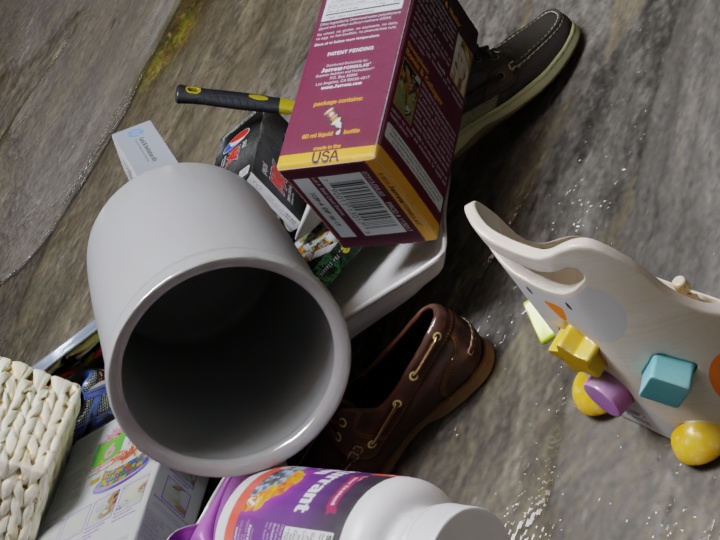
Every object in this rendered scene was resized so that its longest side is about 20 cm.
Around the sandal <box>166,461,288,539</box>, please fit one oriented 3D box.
[{"bbox_3d":[-0.117,0.208,1.098,0.082,0.050,0.203,-11,43,38],"label":"sandal"}]

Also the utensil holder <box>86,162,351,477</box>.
[{"bbox_3d":[-0.113,0.029,1.117,0.170,0.170,0.200,-47,28,6],"label":"utensil holder"}]

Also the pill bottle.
[{"bbox_3d":[0.003,0.191,1.013,0.199,0.111,0.112,-3,57,48],"label":"pill bottle"}]

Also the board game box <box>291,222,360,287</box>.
[{"bbox_3d":[-0.052,-0.018,1.293,0.105,0.023,0.200,-51,19,-14],"label":"board game box"}]

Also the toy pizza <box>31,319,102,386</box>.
[{"bbox_3d":[-0.265,0.077,1.438,0.200,0.032,0.200,-37,5,4],"label":"toy pizza"}]

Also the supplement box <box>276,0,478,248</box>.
[{"bbox_3d":[0.017,-0.132,1.154,0.085,0.110,0.201,-4,57,28],"label":"supplement box"}]

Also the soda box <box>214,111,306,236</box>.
[{"bbox_3d":[-0.089,-0.080,1.359,0.063,0.071,0.200,-40,18,17],"label":"soda box"}]

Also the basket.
[{"bbox_3d":[-0.323,0.184,1.306,0.136,0.122,0.201,-79,6,-56],"label":"basket"}]

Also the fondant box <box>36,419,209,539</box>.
[{"bbox_3d":[-0.197,0.199,1.254,0.144,0.058,0.201,-30,29,29],"label":"fondant box"}]

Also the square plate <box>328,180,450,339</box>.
[{"bbox_3d":[0.000,0.000,1.228,0.199,0.028,0.199,-35,20,22],"label":"square plate"}]

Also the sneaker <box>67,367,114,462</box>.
[{"bbox_3d":[-0.282,0.154,1.408,0.200,0.078,0.076,-42,34,14],"label":"sneaker"}]

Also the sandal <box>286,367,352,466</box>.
[{"bbox_3d":[-0.066,0.152,1.200,0.201,0.043,0.076,-57,25,4],"label":"sandal"}]

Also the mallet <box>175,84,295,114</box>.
[{"bbox_3d":[-0.064,-0.153,1.368,0.041,0.198,0.066,100,-178,-46],"label":"mallet"}]

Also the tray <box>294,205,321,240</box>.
[{"bbox_3d":[-0.006,-0.125,1.268,0.108,0.022,0.201,118,172,-56],"label":"tray"}]

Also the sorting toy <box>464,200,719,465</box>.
[{"bbox_3d":[0.149,0.019,0.938,0.107,0.180,0.200,-56,34,-7],"label":"sorting toy"}]

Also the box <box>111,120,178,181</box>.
[{"bbox_3d":[-0.148,-0.008,1.301,0.041,0.201,0.156,-21,32,-11],"label":"box"}]

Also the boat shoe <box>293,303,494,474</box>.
[{"bbox_3d":[0.007,0.104,1.126,0.200,0.070,0.070,-48,38,9],"label":"boat shoe"}]

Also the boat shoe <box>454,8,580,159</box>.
[{"bbox_3d":[0.092,-0.152,1.240,0.201,0.066,0.072,-41,24,-5],"label":"boat shoe"}]
